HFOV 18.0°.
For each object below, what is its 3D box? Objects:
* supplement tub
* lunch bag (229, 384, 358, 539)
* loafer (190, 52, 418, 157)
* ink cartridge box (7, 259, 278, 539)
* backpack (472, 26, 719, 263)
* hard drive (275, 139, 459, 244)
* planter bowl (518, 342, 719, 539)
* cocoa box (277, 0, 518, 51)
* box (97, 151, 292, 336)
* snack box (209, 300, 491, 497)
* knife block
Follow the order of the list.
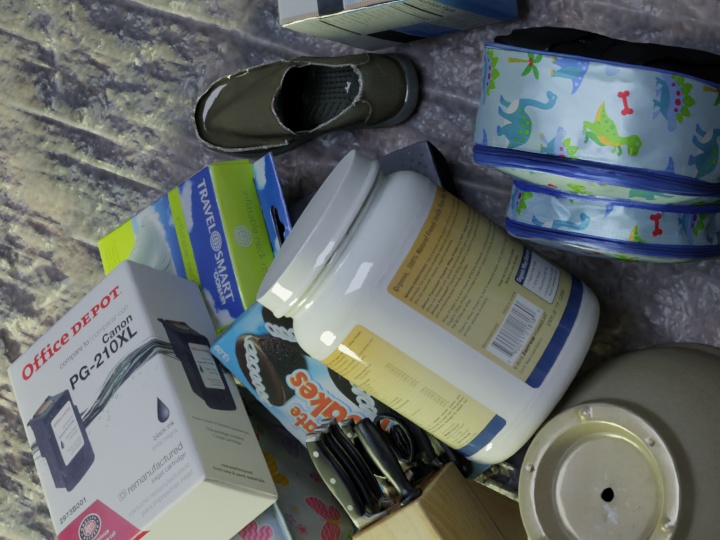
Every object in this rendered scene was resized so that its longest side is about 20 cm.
[{"bbox_3d":[0.044,0.023,1.529,0.200,0.144,0.145,34,109,-8],"label":"supplement tub"},{"bbox_3d":[-0.087,0.216,1.694,0.169,0.127,0.200,-40,56,25],"label":"lunch bag"},{"bbox_3d":[-0.054,-0.133,1.724,0.199,0.070,0.076,-11,81,32],"label":"loafer"},{"bbox_3d":[-0.162,0.116,1.646,0.145,0.084,0.200,-41,53,24],"label":"ink cartridge box"},{"bbox_3d":[0.172,-0.081,1.495,0.182,0.200,0.148,10,93,32],"label":"backpack"},{"bbox_3d":[0.000,0.000,1.696,0.200,0.042,0.135,-28,72,31],"label":"hard drive"},{"bbox_3d":[0.188,0.147,1.511,0.200,0.135,0.201,-2,86,32],"label":"planter bowl"},{"bbox_3d":[0.021,-0.272,1.619,0.131,0.133,0.201,-8,83,31],"label":"cocoa box"},{"bbox_3d":[-0.124,-0.001,1.740,0.200,0.048,0.122,-30,71,49],"label":"box"},{"bbox_3d":[0.001,0.088,1.639,0.200,0.037,0.116,45,116,-6],"label":"snack box"},{"bbox_3d":[0.041,0.187,1.554,0.064,0.175,0.201,-33,48,32],"label":"knife block"}]
